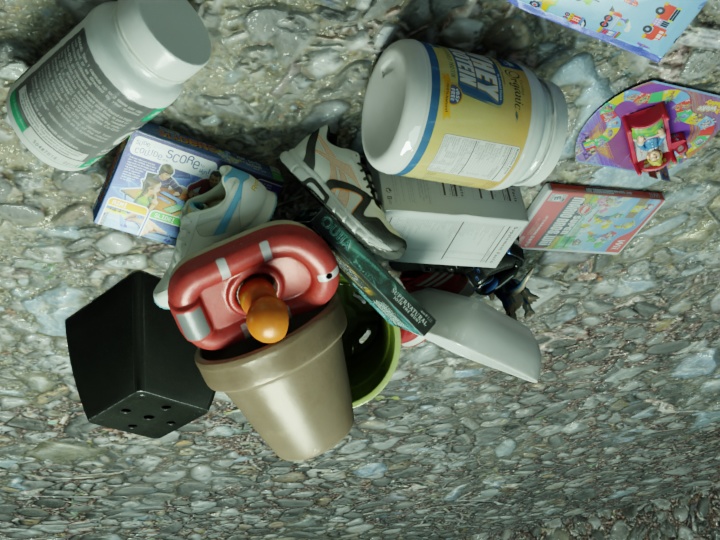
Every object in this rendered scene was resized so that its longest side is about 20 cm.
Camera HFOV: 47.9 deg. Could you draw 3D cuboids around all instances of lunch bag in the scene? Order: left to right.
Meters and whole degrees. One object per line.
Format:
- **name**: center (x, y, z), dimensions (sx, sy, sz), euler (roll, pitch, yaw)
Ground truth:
- **lunch bag**: center (0.240, -0.308, 0.788), dimensions (0.198, 0.095, 0.151), euler (10, 147, -11)

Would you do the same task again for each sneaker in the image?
- **sneaker**: center (-0.193, -0.039, 0.985), dimensions (0.081, 0.077, 0.200), euler (37, 101, -27)
- **sneaker**: center (-0.010, -0.096, 0.961), dimensions (0.080, 0.200, 0.074), euler (-43, 162, -2)
- **sneaker**: center (0.088, 0.040, 1.314), dimensions (0.115, 0.079, 0.200), euler (23, 125, -27)
- **sneaker**: center (0.137, -0.011, 1.177), dimensions (0.198, 0.113, 0.073), euler (-16, 147, 13)

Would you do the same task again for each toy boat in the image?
- **toy boat**: center (-0.115, 0.032, 0.933), dimensions (0.199, 0.131, 0.131), euler (-24, 131, -10)

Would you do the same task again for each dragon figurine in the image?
- **dragon figurine**: center (0.228, 0.023, 1.264), dimensions (0.059, 0.100, 0.200), euler (-29, 155, -1)

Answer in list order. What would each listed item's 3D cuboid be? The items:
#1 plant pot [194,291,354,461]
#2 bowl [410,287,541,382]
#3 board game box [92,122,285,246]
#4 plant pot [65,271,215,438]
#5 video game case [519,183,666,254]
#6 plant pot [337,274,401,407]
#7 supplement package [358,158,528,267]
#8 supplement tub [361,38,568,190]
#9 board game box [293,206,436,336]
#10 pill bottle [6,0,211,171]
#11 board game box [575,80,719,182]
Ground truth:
- **plant pot**: center (-0.090, 0.141, 1.050), dimensions (0.199, 0.200, 0.176), euler (-18, 107, 16)
- **bowl**: center (0.163, 0.089, 1.218), dimensions (0.199, 0.075, 0.199), euler (27, 172, -31)
- **board game box**: center (-0.210, -0.093, 1.002), dimensions (0.199, 0.035, 0.136), euler (18, 117, -30)
- **plant pot**: center (-0.331, 0.148, 1.271), dimensions (0.199, 0.179, 0.199), euler (-30, 141, 29)
- **video game case**: center (0.338, -0.075, 1.227), dimensions (0.198, 0.018, 0.143), euler (2, 146, -17)
- **plant pot**: center (-0.035, 0.087, 1.220), dimensions (0.198, 0.202, 0.190), euler (-12, -174, 5)
- **supplement package**: center (0.102, -0.082, 1.073), dimensions (0.198, 0.110, 0.114), euler (3, 146, -18)
- **supplement tub**: center (0.115, -0.169, 0.909), dimensions (0.198, 0.146, 0.145), euler (6, 145, -22)
- **board game box**: center (0.000, 0.000, 1.030), dimensions (0.200, 0.028, 0.135), euler (45, 171, -13)
- **pill bottle**: center (-0.252, -0.194, 0.814), dimensions (0.199, 0.114, 0.113), euler (-28, 143, 29)
- **board game box**: center (0.388, -0.170, 1.067), dimensions (0.198, 0.039, 0.158), euler (6, 145, -22)
